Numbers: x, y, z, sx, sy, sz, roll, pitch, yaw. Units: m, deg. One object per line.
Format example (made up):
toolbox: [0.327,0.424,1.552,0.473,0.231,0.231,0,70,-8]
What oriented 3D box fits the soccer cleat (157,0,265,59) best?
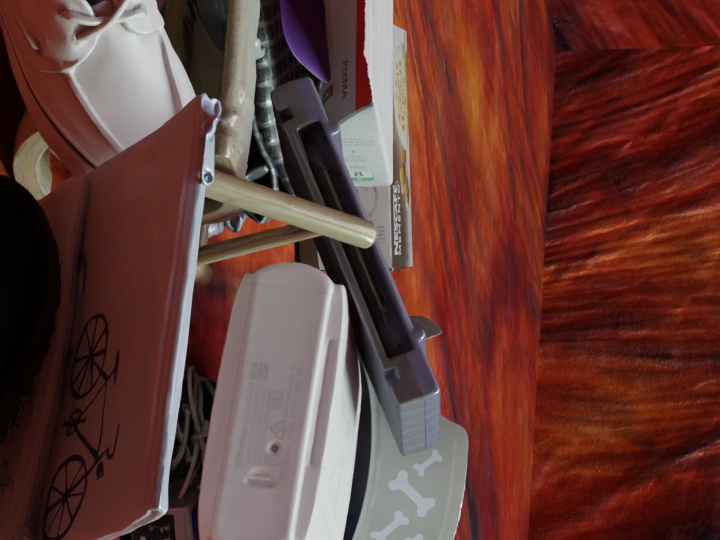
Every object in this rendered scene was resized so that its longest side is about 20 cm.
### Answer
soccer cleat: [-0.090,-0.216,1.300,0.070,0.086,0.201,14,75,-79]

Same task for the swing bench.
swing bench: [-0.094,-0.124,1.124,0.200,0.130,0.199,30,57,-45]

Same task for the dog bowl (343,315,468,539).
dog bowl: [-0.001,0.124,1.382,0.200,0.059,0.201,-172,-90,-67]

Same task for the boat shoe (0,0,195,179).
boat shoe: [-0.127,-0.118,0.956,0.200,0.073,0.065,57,-21,5]

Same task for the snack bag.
snack bag: [-0.127,0.040,0.904,0.021,0.200,0.189,22,61,-31]

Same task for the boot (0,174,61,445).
boot: [-0.179,0.005,0.818,0.158,0.079,0.211,77,16,-48]

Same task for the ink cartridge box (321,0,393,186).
ink cartridge box: [-0.007,-0.163,1.368,0.200,0.050,0.161,71,18,-69]

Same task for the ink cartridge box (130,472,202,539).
ink cartridge box: [-0.095,0.205,1.354,0.200,0.043,0.199,-54,142,-72]

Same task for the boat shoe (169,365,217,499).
boat shoe: [-0.111,0.092,1.225,0.200,0.062,0.075,12,77,-80]

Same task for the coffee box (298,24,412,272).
coffee box: [-0.005,-0.099,1.770,0.114,0.079,0.201,-6,95,-79]

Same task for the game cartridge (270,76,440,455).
game cartridge: [0.000,0.000,1.247,0.130,0.038,0.200,70,-2,-73]

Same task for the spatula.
spatula: [-0.056,-0.206,1.365,0.057,0.021,0.200,34,28,-53]

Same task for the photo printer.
photo printer: [-0.043,0.103,1.241,0.200,0.069,0.167,81,17,-71]

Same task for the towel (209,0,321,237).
towel: [-0.062,-0.125,1.453,0.200,0.085,0.166,-60,146,-70]
